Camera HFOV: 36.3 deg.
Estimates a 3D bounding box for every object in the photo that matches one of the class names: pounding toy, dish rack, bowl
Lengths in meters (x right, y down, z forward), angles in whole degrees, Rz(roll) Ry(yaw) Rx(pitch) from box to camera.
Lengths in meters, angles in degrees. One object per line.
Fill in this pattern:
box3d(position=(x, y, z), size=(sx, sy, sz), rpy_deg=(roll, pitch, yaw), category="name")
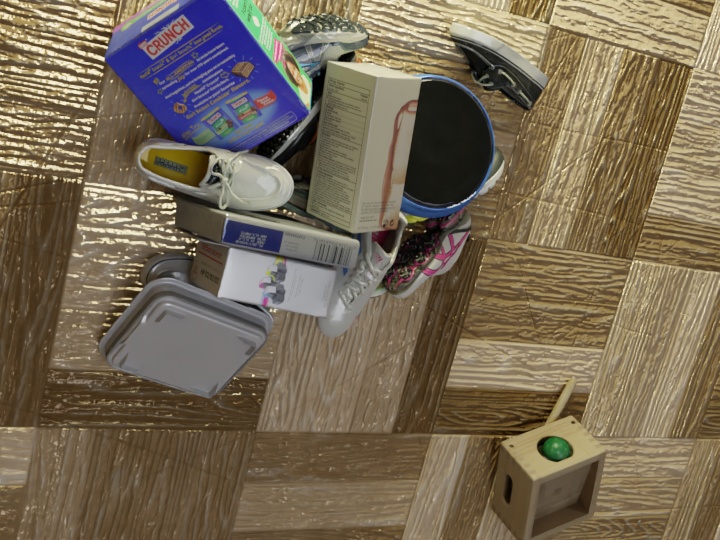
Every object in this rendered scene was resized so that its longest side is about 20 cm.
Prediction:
box3d(position=(0.325, 0.329, 1.894), size=(0.181, 0.142, 0.203), rpy_deg=(-15, 127, -25), category="pounding toy")
box3d(position=(-0.230, 0.101, 1.458), size=(0.198, 0.044, 0.172), rpy_deg=(24, 125, -34), category="dish rack")
box3d(position=(0.100, -0.177, 1.542), size=(0.197, 0.039, 0.205), rpy_deg=(1, 87, -20), category="bowl")

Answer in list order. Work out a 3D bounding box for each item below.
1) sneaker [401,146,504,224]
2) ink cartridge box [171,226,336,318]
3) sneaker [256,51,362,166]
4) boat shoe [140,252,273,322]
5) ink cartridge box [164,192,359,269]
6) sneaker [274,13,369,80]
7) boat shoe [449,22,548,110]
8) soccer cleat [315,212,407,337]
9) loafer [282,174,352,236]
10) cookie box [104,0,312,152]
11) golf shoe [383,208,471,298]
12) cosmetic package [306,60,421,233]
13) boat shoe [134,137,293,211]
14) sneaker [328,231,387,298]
box3d(position=(0.125, -0.141, 1.600), size=(0.198, 0.074, 0.086), rpy_deg=(-30, 122, -18), category="sneaker")
box3d(position=(-0.144, 0.002, 1.412), size=(0.197, 0.115, 0.069), rpy_deg=(13, 94, -29), category="ink cartridge box")
box3d(position=(-0.052, -0.196, 1.472), size=(0.201, 0.070, 0.090), rpy_deg=(-51, 123, -6), category="sneaker")
box3d(position=(-0.200, 0.032, 1.477), size=(0.198, 0.065, 0.075), rpy_deg=(18, 100, -35), category="boat shoe")
box3d(position=(-0.131, -0.052, 1.401), size=(0.193, 0.199, 0.044), rpy_deg=(10, 95, -33), category="ink cartridge box")
box3d(position=(-0.082, -0.278, 1.428), size=(0.196, 0.078, 0.088), rpy_deg=(-13, 123, -16), category="sneaker")
box3d(position=(0.196, -0.291, 1.585), size=(0.198, 0.070, 0.065), rpy_deg=(24, 95, -37), category="boat shoe")
box3d(position=(0.000, 0.000, 1.497), size=(0.069, 0.086, 0.203), rpy_deg=(26, 87, -26), category="soccer cleat")
box3d(position=(-0.063, -0.104, 1.505), size=(0.198, 0.072, 0.064), rpy_deg=(22, 99, -45), category="loafer")
box3d(position=(-0.179, -0.242, 1.329), size=(0.169, 0.076, 0.201), rpy_deg=(-26, 127, 19), category="cookie box")
box3d(position=(0.108, -0.020, 1.610), size=(0.200, 0.072, 0.093), rpy_deg=(-49, 131, -31), category="golf shoe")
box3d(position=(0.003, -0.161, 1.424), size=(0.086, 0.103, 0.204), rpy_deg=(-7, 115, -43), category="cosmetic package")
box3d(position=(-0.175, -0.117, 1.321), size=(0.198, 0.086, 0.076), rpy_deg=(16, 96, -11), category="boat shoe")
box3d(position=(-0.026, -0.009, 1.568), size=(0.197, 0.076, 0.091), rpy_deg=(-1, 102, -33), category="sneaker")
